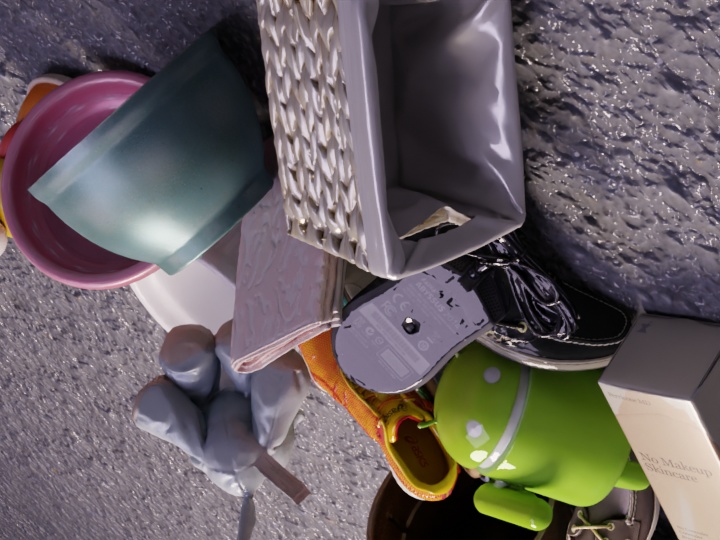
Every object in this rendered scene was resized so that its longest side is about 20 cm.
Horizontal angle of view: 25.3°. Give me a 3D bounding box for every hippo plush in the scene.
[{"bbox_3d":[-0.097,0.134,1.497,0.200,0.159,0.161,48,-174,12],"label":"hippo plush"}]

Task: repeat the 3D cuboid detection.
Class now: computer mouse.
[{"bbox_3d":[0.063,0.026,1.233,0.199,0.053,0.139,-33,103,32],"label":"computer mouse"}]

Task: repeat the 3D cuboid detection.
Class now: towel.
[{"bbox_3d":[-0.056,-0.029,1.328,0.032,0.202,0.191,13,161,-24],"label":"towel"}]

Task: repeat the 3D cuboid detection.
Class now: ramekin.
[{"bbox_3d":[-0.124,0.008,1.554,0.199,0.098,0.201,30,152,18],"label":"ramekin"}]

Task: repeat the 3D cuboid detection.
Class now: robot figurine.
[{"bbox_3d":[0.149,0.124,1.335,0.198,0.177,0.116,20,175,-12],"label":"robot figurine"}]

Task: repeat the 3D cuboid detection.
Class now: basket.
[{"bbox_3d":[0.020,-0.114,1.088,0.123,0.135,0.202,18,121,47],"label":"basket"}]

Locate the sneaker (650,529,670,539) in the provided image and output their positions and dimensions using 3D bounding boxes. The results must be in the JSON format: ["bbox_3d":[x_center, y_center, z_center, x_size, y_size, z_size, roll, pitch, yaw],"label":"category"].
[{"bbox_3d":[0.318,0.282,1.469,0.200,0.071,0.099,43,140,5],"label":"sneaker"}]

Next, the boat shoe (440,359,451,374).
[{"bbox_3d":[0.080,0.027,1.394,0.061,0.073,0.201,-17,124,7],"label":"boat shoe"}]

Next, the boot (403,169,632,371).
[{"bbox_3d":[0.122,-0.009,1.248,0.202,0.074,0.155,16,135,11],"label":"boot"}]

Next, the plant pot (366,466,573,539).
[{"bbox_3d":[0.139,0.281,1.560,0.199,0.201,0.199,10,149,43],"label":"plant pot"}]

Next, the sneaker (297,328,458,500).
[{"bbox_3d":[0.020,0.107,1.373,0.200,0.073,0.077,49,166,7],"label":"sneaker"}]

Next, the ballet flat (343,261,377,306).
[{"bbox_3d":[0.000,0.000,1.414,0.068,0.063,0.200,56,178,-24],"label":"ballet flat"}]

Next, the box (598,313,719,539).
[{"bbox_3d":[0.274,0.133,1.272,0.094,0.078,0.201,8,140,45],"label":"box"}]

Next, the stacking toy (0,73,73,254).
[{"bbox_3d":[-0.316,-0.077,1.547,0.145,0.200,0.147,29,152,17],"label":"stacking toy"}]

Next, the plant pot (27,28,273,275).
[{"bbox_3d":[-0.156,-0.083,1.327,0.134,0.200,0.200,49,152,-10],"label":"plant pot"}]

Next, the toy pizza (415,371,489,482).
[{"bbox_3d":[0.055,0.112,1.470,0.201,0.032,0.200,57,174,9],"label":"toy pizza"}]

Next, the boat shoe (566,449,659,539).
[{"bbox_3d":[0.218,0.241,1.445,0.072,0.059,0.202,26,122,33],"label":"boat shoe"}]

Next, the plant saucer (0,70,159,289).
[{"bbox_3d":[-0.227,-0.079,1.461,0.199,0.202,0.051,29,175,18],"label":"plant saucer"}]
